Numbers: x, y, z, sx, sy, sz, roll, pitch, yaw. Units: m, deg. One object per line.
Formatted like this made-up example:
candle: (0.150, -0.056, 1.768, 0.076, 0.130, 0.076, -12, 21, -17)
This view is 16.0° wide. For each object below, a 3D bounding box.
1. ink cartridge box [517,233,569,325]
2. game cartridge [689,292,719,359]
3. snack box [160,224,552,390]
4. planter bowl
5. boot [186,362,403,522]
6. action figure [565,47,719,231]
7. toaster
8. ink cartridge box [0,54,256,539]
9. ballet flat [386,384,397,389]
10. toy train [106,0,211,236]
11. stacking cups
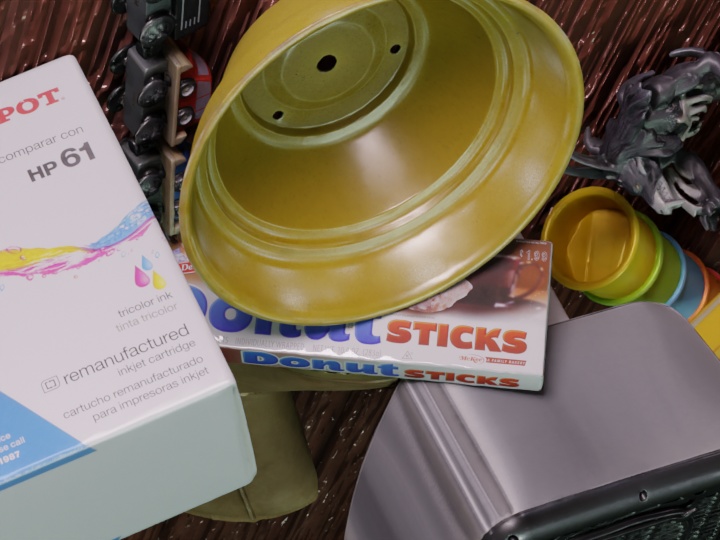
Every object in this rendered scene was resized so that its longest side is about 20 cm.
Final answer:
ink cartridge box: (0.076, 0.050, 1.417, 0.067, 0.117, 0.200, -23, 149, -10)
game cartridge: (0.263, -0.024, 1.428, 0.200, 0.032, 0.176, -45, 174, 35)
snack box: (-0.007, 0.014, 1.252, 0.199, 0.072, 0.024, 5, 157, 2)
planter bowl: (-0.003, -0.075, 1.187, 0.199, 0.084, 0.201, -16, 137, -15)
boot: (-0.042, 0.069, 1.357, 0.174, 0.066, 0.200, 10, 148, 12)
action figure: (0.201, -0.074, 1.352, 0.199, 0.102, 0.119, -25, 161, -9)
toaster: (0.093, 0.128, 1.315, 0.199, 0.119, 0.181, -15, 145, -24)
ink cartridge box: (-0.151, 0.022, 1.112, 0.144, 0.201, 0.085, -23, 145, -10)
ballet flat: (0.000, 0.000, 1.338, 0.070, 0.071, 0.200, -19, 148, -15)
toy train: (-0.090, -0.083, 1.169, 0.046, 0.034, 0.201, -28, 151, -25)
stacking cups: (0.170, 0.004, 1.495, 0.060, 0.061, 0.200, -37, 153, 14)
